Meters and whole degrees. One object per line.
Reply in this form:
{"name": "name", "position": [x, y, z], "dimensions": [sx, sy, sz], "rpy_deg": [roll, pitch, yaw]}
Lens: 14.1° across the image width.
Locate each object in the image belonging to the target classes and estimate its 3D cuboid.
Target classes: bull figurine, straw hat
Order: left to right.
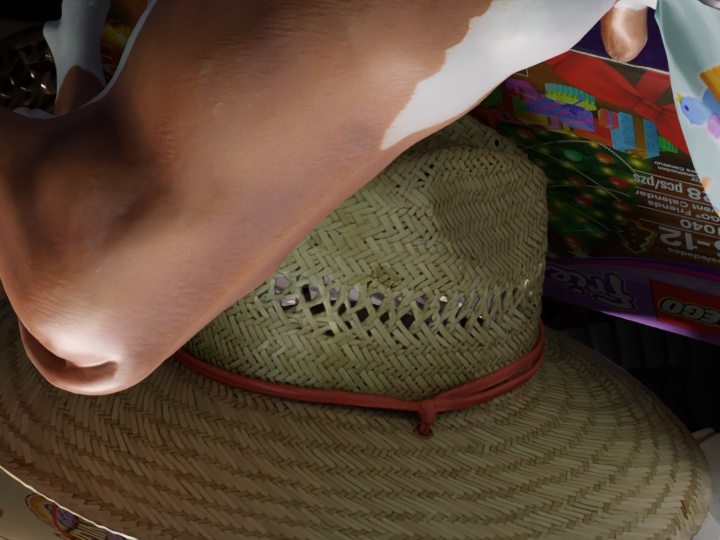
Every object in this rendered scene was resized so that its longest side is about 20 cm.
{"name": "bull figurine", "position": [-0.013, -0.061, 0.664], "dimensions": [0.122, 0.200, 0.065], "rpy_deg": [54, -175, 30]}
{"name": "straw hat", "position": [0.000, 0.000, 0.730], "dimensions": [0.200, 0.201, 0.085], "rpy_deg": [17, 113, 16]}

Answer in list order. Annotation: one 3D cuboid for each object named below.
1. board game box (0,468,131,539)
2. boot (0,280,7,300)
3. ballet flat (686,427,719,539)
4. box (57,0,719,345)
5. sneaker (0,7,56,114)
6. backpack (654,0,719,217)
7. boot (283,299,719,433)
{"name": "board game box", "position": [-0.139, 0.056, 0.759], "dimensions": [0.199, 0.040, 0.153], "rpy_deg": [23, -176, -17]}
{"name": "boot", "position": [-0.113, 0.047, 0.897], "dimensions": [0.175, 0.201, 0.066], "rpy_deg": [-1, 143, 44]}
{"name": "ballet flat", "position": [0.094, 0.075, 0.807], "dimensions": [0.070, 0.065, 0.200], "rpy_deg": [36, -174, 23]}
{"name": "box", "position": [0.019, -0.049, 0.779], "dimensions": [0.199, 0.039, 0.137], "rpy_deg": [16, 155, 19]}
{"name": "sneaker", "position": [-0.174, -0.050, 0.823], "dimensions": [0.090, 0.067, 0.200], "rpy_deg": [25, -157, 28]}
{"name": "backpack", "position": [0.133, -0.045, 0.576], "dimensions": [0.166, 0.127, 0.200], "rpy_deg": [8, 154, 26]}
{"name": "boot", "position": [0.003, 0.058, 0.890], "dimensions": [0.199, 0.078, 0.138], "rpy_deg": [3, 169, -24]}
